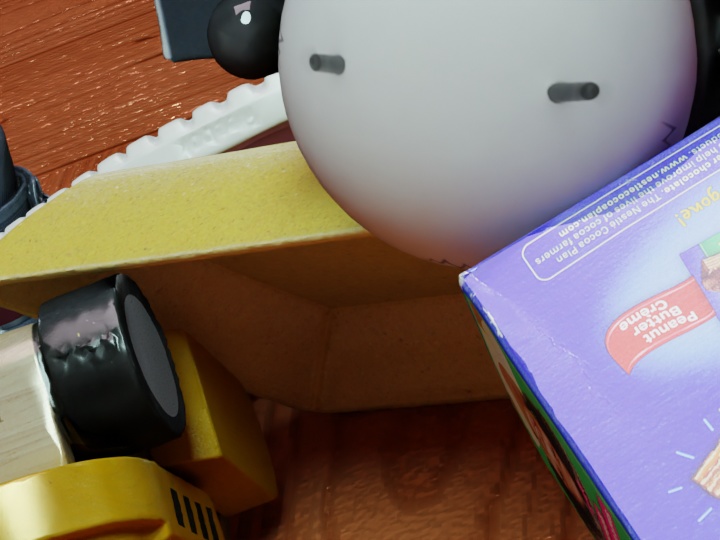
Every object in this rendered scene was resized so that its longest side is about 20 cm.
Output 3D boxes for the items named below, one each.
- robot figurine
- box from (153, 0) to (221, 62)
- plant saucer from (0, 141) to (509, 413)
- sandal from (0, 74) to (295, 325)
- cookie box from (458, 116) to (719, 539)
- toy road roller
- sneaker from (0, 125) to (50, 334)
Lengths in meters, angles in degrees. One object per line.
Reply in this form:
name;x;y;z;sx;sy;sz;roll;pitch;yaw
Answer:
robot figurine;0.051;-0.072;0.837;0.150;0.125;0.200;-40;-2;22
box;0.020;-0.167;1.205;0.200;0.107;0.148;-7;19;13
plant saucer;0.000;0.000;0.991;0.200;0.200;0.049;-7;70;38
sandal;-0.078;-0.015;1.065;0.202;0.050;0.082;-32;-10;29
cookie box;0.146;0.043;0.718;0.171;0.075;0.200;-31;50;-1
toy road roller;-0.097;0.101;0.968;0.123;0.146;0.200;-20;-17;7
sneaker;-0.176;-0.012;1.256;0.077;0.146;0.202;-29;19;-11
